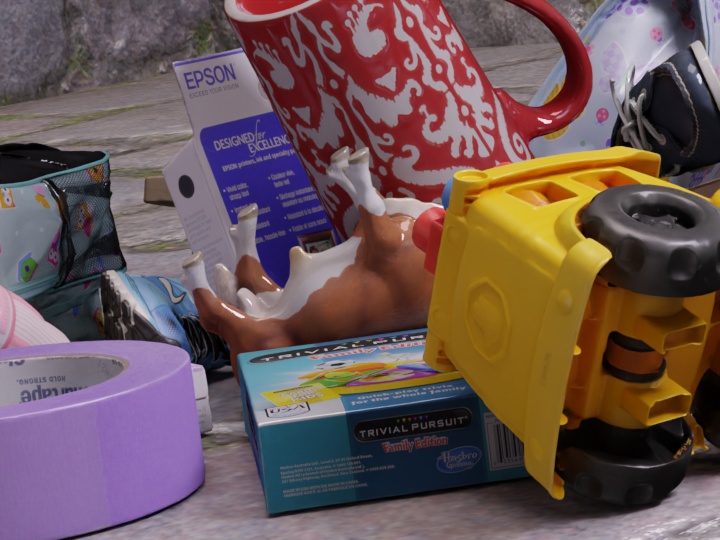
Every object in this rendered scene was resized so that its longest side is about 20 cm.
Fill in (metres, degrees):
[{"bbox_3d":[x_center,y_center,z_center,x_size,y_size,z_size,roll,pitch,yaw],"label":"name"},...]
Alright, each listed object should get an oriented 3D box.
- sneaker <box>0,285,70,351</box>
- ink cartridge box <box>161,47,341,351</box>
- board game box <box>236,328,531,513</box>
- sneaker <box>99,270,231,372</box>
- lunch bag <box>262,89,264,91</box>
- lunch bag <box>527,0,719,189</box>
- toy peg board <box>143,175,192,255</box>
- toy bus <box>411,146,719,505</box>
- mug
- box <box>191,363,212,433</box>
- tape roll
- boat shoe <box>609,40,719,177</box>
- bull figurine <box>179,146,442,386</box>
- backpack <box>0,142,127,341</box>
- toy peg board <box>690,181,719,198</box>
[{"bbox_3d":[-0.251,0.072,1.580,0.199,0.076,0.104,-23,-32,27],"label":"sneaker"},{"bbox_3d":[-0.030,-0.041,1.675,0.043,0.201,0.198,-20,-2,39],"label":"ink cartridge box"},{"bbox_3d":[0.017,0.070,1.415,0.150,0.047,0.200,-8,9,-5],"label":"board game box"},{"bbox_3d":[-0.112,0.032,1.681,0.089,0.079,0.200,-4,9,-5],"label":"sneaker"},{"bbox_3d":[-0.021,-0.090,1.941,0.159,0.076,0.200,-1,-6,23],"label":"lunch bag"},{"bbox_3d":[0.206,-0.114,1.883,0.127,0.201,0.169,37,15,17],"label":"lunch bag"},{"bbox_3d":[-0.014,-0.008,1.888,0.199,0.099,0.199,1,-4,41],"label":"toy peg board"},{"bbox_3d":[0.123,0.002,1.305,0.199,0.137,0.192,-11,32,-34],"label":"toy bus"},{"bbox_3d":[0.025,-0.109,1.594,0.133,0.201,0.178,4,44,46],"label":"mug"},{"bbox_3d":[-0.153,0.068,1.594,0.041,0.039,0.200,-14,11,-31],"label":"box"},{"bbox_3d":[-0.181,0.087,1.405,0.199,0.066,0.200,-6,9,1],"label":"tape roll"},{"bbox_3d":[0.185,-0.092,1.671,0.061,0.075,0.200,-17,-2,-2],"label":"boat shoe"},{"bbox_3d":[0.000,0.000,1.531,0.199,0.122,0.065,-32,12,14],"label":"bull figurine"},{"bbox_3d":[-0.260,-0.001,1.749,0.175,0.155,0.200,-6,-1,23],"label":"backpack"},{"bbox_3d":[0.275,-0.023,1.713,0.198,0.098,0.200,-19,-1,35],"label":"toy peg board"}]
